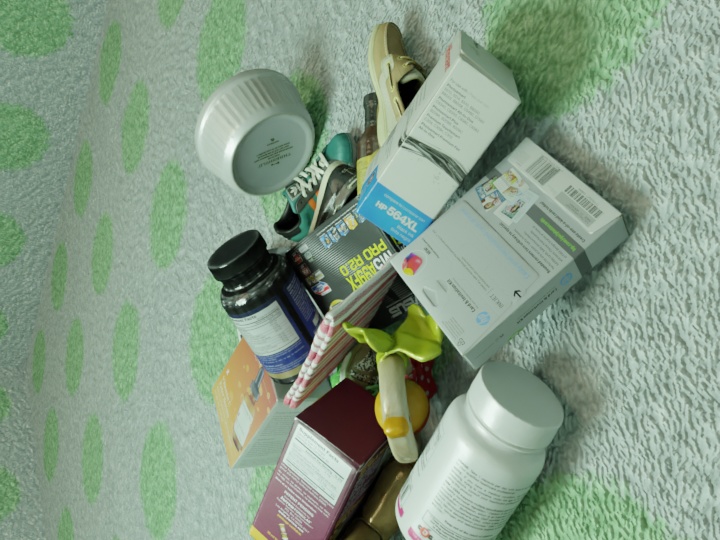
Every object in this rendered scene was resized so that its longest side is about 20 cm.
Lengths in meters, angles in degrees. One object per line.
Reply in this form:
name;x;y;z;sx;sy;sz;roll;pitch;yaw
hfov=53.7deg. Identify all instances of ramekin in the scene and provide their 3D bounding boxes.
ramekin;-0.163;-0.215;1.162;0.095;0.199;0.205;48;125;33

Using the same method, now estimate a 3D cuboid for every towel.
towel;-0.025;0.074;0.876;0.030;0.146;0.202;37;136;11

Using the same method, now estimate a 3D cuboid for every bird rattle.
bird rattle;0.040;0.136;0.814;0.202;0.109;0.166;82;-174;-57

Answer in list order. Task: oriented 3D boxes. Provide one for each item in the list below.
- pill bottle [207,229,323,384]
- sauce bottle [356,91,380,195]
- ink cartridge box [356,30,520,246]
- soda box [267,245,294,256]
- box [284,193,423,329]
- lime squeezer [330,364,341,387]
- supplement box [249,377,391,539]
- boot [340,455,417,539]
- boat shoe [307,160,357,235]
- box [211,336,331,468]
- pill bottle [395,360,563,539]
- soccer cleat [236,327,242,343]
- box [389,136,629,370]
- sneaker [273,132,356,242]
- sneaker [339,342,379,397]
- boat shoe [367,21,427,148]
pill bottle;-0.127;0.050;0.997;0.111;0.111;0.203;12;137;55
sauce bottle;0.025;-0.142;0.979;0.064;0.063;0.206;-13;77;54
ink cartridge box;0.085;-0.149;0.799;0.201;0.083;0.147;-53;10;27
soda box;-0.134;0.000;1.189;0.198;0.069;0.065;-3;82;55
box;0.000;0.000;0.948;0.199;0.044;0.162;-31;93;49
lime squeezer;-0.037;0.182;1.025;0.037;0.070;0.206;8;91;36
supplement box;-0.043;0.262;0.898;0.102;0.130;0.203;32;117;19
boot;-0.003;0.332;0.845;0.065;0.199;0.178;31;123;18
boat shoe;-0.035;-0.055;1.056;0.067;0.071;0.204;27;116;27
box;-0.147;0.200;1.153;0.201;0.104;0.154;-55;44;36
pill bottle;0.123;0.203;0.747;0.114;0.111;0.203;53;128;44
soccer cleat;-0.180;0.093;1.210;0.086;0.067;0.202;55;154;29
box;0.145;-0.022;0.725;0.199;0.041;0.157;-41;46;4
sneaker;-0.073;-0.125;1.105;0.072;0.078;0.203;57;130;42
sneaker;0.017;0.183;0.957;0.088;0.076;0.205;29;116;42
boat shoe;0.058;-0.245;0.949;0.065;0.073;0.205;-19;72;39
